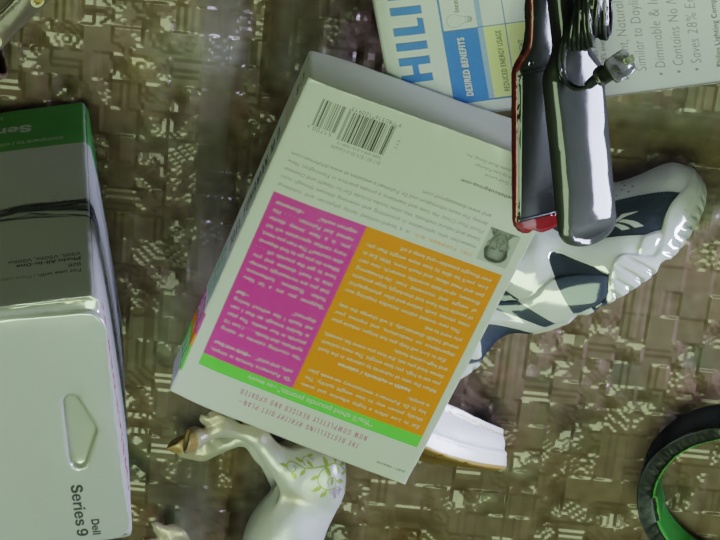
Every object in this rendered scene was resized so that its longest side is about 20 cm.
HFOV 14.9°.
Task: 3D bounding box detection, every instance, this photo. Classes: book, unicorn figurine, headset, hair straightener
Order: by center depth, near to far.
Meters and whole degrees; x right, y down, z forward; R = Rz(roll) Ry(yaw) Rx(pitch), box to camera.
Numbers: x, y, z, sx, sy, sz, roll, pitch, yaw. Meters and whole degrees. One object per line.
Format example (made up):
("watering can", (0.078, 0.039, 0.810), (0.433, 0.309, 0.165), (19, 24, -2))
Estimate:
("hair straightener", (0.105, -0.107, 1.242), (0.041, 0.077, 0.201), (-8, 108, -36))
("book", (0.000, 0.000, 1.350), (0.133, 0.048, 0.201), (19, 124, -12))
("headset", (0.257, 0.121, 1.537), (0.199, 0.094, 0.124), (1, 126, 20))
("unicorn figurine", (-0.054, 0.156, 1.553), (0.137, 0.074, 0.201), (15, 115, -18))

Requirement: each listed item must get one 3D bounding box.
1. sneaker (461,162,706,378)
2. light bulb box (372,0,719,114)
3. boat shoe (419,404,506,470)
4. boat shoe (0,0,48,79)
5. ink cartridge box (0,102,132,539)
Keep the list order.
("sneaker", (0.072, -0.035, 1.433), (0.198, 0.080, 0.130), (-28, 106, 8))
("light bulb box", (0.100, -0.194, 1.313), (0.199, 0.125, 0.199), (-7, 121, 7))
("boat shoe", (0.003, 0.057, 1.497), (0.199, 0.071, 0.070), (23, 76, -29))
("boat shoe", (-0.203, -0.119, 1.404), (0.059, 0.072, 0.200), (35, 110, -13))
("ink cartridge box", (-0.167, 0.027, 1.406), (0.084, 0.200, 0.147), (-7, 121, -3))
